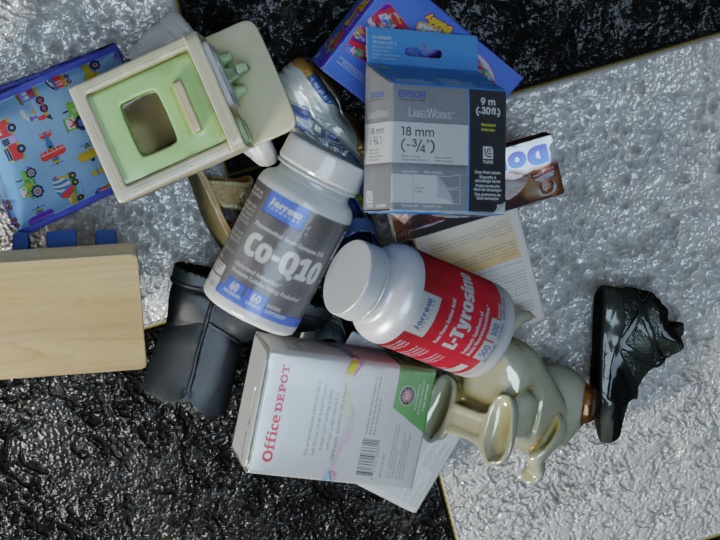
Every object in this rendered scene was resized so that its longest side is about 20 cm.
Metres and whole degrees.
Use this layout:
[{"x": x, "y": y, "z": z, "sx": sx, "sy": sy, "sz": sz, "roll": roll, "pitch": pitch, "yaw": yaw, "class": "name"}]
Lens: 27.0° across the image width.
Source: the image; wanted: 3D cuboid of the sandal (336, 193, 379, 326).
[{"x": 0.000, "y": 0.000, "z": 1.734, "sx": 0.079, "sy": 0.087, "sz": 0.200, "roll": -26, "pitch": 112, "yaw": -2, "class": "sandal"}]

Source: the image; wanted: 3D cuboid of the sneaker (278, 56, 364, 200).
[{"x": -0.039, "y": -0.142, "z": 1.697, "sx": 0.088, "sy": 0.075, "sz": 0.200, "roll": -33, "pitch": 102, "yaw": 13, "class": "sneaker"}]

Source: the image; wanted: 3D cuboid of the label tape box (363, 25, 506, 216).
[{"x": 0.080, "y": -0.160, "z": 1.599, "sx": 0.144, "sy": 0.063, "sz": 0.201, "roll": 0, "pitch": 90, "yaw": -27, "class": "label tape box"}]

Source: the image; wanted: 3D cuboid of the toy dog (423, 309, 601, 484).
[{"x": 0.189, "y": 0.151, "z": 1.767, "sx": 0.200, "sy": 0.139, "sz": 0.195, "roll": 17, "pitch": 80, "yaw": -46, "class": "toy dog"}]

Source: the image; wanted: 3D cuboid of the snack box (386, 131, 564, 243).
[{"x": 0.125, "y": -0.093, "z": 1.678, "sx": 0.199, "sy": 0.024, "sz": 0.072, "roll": -17, "pitch": 107, "yaw": -5, "class": "snack box"}]

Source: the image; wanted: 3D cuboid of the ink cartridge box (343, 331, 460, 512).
[{"x": 0.024, "y": 0.178, "z": 1.792, "sx": 0.200, "sy": 0.047, "sz": 0.160, "roll": 30, "pitch": 92, "yaw": -23, "class": "ink cartridge box"}]

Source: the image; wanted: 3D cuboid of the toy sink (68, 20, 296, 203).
[{"x": -0.180, "y": -0.169, "z": 1.560, "sx": 0.199, "sy": 0.112, "sz": 0.131, "roll": -23, "pitch": 94, "yaw": 2, "class": "toy sink"}]

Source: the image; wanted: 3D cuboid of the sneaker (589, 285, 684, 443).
[{"x": 0.339, "y": 0.118, "z": 1.830, "sx": 0.114, "sy": 0.076, "sz": 0.200, "roll": 2, "pitch": 102, "yaw": -3, "class": "sneaker"}]

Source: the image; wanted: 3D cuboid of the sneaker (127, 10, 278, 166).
[{"x": -0.174, "y": -0.183, "z": 1.655, "sx": 0.088, "sy": 0.075, "sz": 0.200, "roll": -38, "pitch": 99, "yaw": 2, "class": "sneaker"}]

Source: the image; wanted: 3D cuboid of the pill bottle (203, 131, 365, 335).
[{"x": -0.078, "y": -0.041, "z": 1.626, "sx": 0.114, "sy": 0.114, "sz": 0.200, "roll": 25, "pitch": 98, "yaw": -16, "class": "pill bottle"}]

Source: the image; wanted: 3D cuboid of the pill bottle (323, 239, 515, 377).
[{"x": 0.063, "y": 0.038, "z": 1.636, "sx": 0.200, "sy": 0.112, "sz": 0.112, "roll": 22, "pitch": 104, "yaw": -32, "class": "pill bottle"}]

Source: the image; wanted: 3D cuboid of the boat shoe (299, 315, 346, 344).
[{"x": -0.057, "y": 0.152, "z": 1.784, "sx": 0.073, "sy": 0.062, "sz": 0.201, "roll": 9, "pitch": 107, "yaw": -14, "class": "boat shoe"}]

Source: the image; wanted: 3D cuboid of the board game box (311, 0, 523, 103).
[{"x": 0.065, "y": -0.226, "z": 1.679, "sx": 0.200, "sy": 0.045, "sz": 0.135, "roll": 36, "pitch": 99, "yaw": -25, "class": "board game box"}]

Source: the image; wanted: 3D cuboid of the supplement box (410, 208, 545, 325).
[{"x": 0.128, "y": -0.023, "z": 1.752, "sx": 0.126, "sy": 0.074, "sz": 0.201, "roll": -17, "pitch": 109, "yaw": -5, "class": "supplement box"}]

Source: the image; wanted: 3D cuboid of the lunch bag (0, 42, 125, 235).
[{"x": -0.315, "y": -0.149, "z": 1.641, "sx": 0.200, "sy": 0.094, "sz": 0.151, "roll": -24, "pitch": 108, "yaw": -13, "class": "lunch bag"}]

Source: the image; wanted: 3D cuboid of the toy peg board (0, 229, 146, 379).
[{"x": -0.341, "y": 0.018, "z": 1.642, "sx": 0.199, "sy": 0.098, "sz": 0.199, "roll": -4, "pitch": 140, "yaw": -8, "class": "toy peg board"}]

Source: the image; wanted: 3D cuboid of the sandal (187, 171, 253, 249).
[{"x": -0.153, "y": -0.093, "z": 1.684, "sx": 0.070, "sy": 0.078, "sz": 0.212, "roll": -38, "pitch": 117, "yaw": -14, "class": "sandal"}]

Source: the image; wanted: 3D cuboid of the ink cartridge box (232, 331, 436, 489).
[{"x": -0.032, "y": 0.159, "z": 1.696, "sx": 0.199, "sy": 0.087, "sz": 0.146, "roll": 8, "pitch": 100, "yaw": -19, "class": "ink cartridge box"}]

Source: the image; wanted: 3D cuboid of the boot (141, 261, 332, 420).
[{"x": -0.143, "y": 0.092, "z": 1.742, "sx": 0.199, "sy": 0.076, "sz": 0.169, "roll": 13, "pitch": 102, "yaw": -6, "class": "boot"}]
